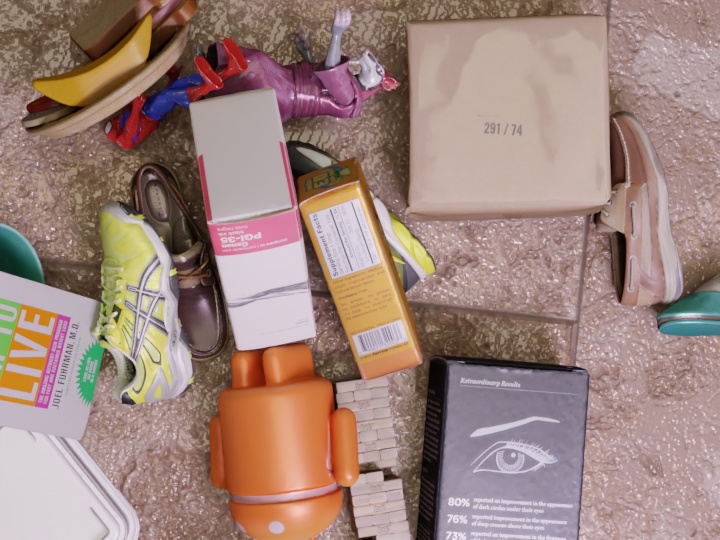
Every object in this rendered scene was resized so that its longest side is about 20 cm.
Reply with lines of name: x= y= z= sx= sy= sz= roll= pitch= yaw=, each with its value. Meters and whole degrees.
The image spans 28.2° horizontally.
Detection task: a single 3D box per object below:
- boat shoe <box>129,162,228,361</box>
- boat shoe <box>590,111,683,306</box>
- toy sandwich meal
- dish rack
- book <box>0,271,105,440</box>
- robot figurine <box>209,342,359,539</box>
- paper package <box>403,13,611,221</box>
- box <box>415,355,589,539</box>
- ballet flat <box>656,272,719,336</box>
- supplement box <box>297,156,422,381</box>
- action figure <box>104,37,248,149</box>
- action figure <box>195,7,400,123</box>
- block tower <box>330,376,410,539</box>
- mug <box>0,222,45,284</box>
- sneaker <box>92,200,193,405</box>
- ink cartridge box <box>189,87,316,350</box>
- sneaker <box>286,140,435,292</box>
boat shoe: x=-0.178 y=-0.009 z=1.391 sx=0.071 sy=0.072 sz=0.203 roll=-15 pitch=91 yaw=-7
boat shoe: x=0.272 y=-0.060 z=1.451 sx=0.071 sy=0.076 sz=0.203 roll=-13 pitch=89 yaw=-5
toy sandwich meal: x=-0.240 y=-0.203 z=1.329 sx=0.204 sy=0.205 sz=0.071 roll=-37 pitch=115 yaw=-6
dish rack: x=-0.330 y=0.234 z=1.382 sx=0.171 sy=0.044 sz=0.201 roll=-39 pitch=93 yaw=-6
book: x=-0.313 y=0.076 z=1.306 sx=0.048 sy=0.199 sz=0.136 roll=8 pitch=83 yaw=30
robot figurine: x=-0.075 y=0.173 z=1.378 sx=0.142 sy=0.117 sz=0.203 roll=-6 pitch=90 yaw=-7
paper package: x=0.143 y=-0.147 z=1.401 sx=0.197 sy=0.103 sz=0.194 roll=-1 pitch=87 yaw=6
box: x=0.139 y=0.189 z=1.411 sx=0.146 sy=0.104 sz=0.203 roll=6 pitch=88 yaw=-7
ballet flat: x=0.394 y=0.037 z=1.472 sx=0.197 sy=0.067 sz=0.071 roll=6 pitch=74 yaw=-10
supplement box: x=0.000 y=0.000 z=1.355 sx=0.068 sy=0.067 sz=0.202 roll=-16 pitch=115 yaw=4
action figure: x=-0.186 y=-0.161 z=1.347 sx=0.052 sy=0.199 sz=0.066 roll=51 pitch=48 yaw=-12
action figure: x=-0.059 y=-0.170 z=1.380 sx=0.197 sy=0.134 sz=0.151 roll=0 pitch=90 yaw=-4
block tower: x=0.010 y=0.198 z=1.420 sx=0.057 sy=0.054 sz=0.203 roll=-7 pitch=89 yaw=-8
mug: x=-0.394 y=0.031 z=1.313 sx=0.113 sy=0.184 sz=0.154 roll=8 pitch=114 yaw=33
sneaker: x=-0.215 y=0.035 z=1.356 sx=0.076 sy=0.075 sz=0.203 roll=-24 pitch=108 yaw=-35
ink cartridge box: x=-0.097 y=-0.042 z=1.317 sx=0.082 sy=0.201 sz=0.148 roll=-11 pitch=54 yaw=-4
sneaker: x=-0.013 y=-0.043 z=1.401 sx=0.200 sy=0.074 sz=0.085 roll=43 pitch=90 yaw=-17
